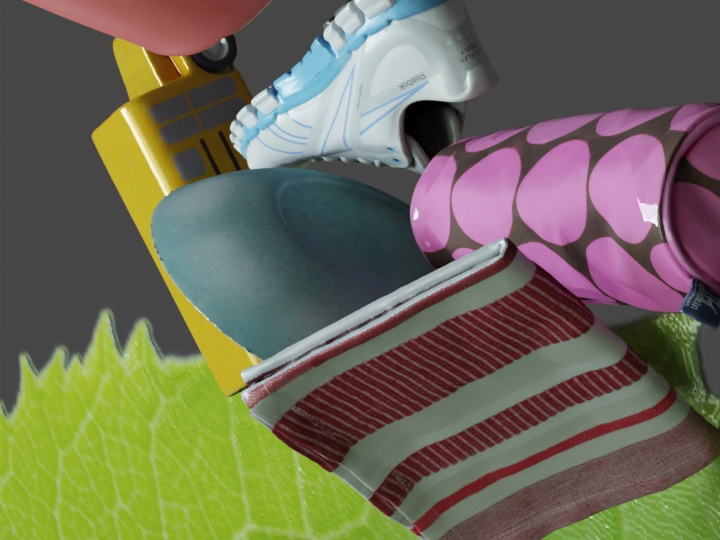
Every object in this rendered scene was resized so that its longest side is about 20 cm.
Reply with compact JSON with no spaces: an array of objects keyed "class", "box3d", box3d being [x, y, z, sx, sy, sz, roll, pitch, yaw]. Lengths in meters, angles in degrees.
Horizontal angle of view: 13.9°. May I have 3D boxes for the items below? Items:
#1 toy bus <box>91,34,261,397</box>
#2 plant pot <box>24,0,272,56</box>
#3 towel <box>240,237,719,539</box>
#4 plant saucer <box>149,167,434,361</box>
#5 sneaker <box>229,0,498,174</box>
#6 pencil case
[{"class":"toy bus","box3d":[-0.079,-0.041,1.573,0.201,0.078,0.065,63,150,3]},{"class":"plant pot","box3d":[-0.120,-0.204,1.379,0.177,0.201,0.200,32,168,-35]},{"class":"towel","box3d":[0.057,0.066,1.307,0.200,0.144,0.023,40,-151,-46]},{"class":"plant saucer","box3d":[0.000,0.000,1.392,0.201,0.201,0.039,43,119,32]},{"class":"sneaker","box3d":[0.003,-0.074,1.432,0.087,0.075,0.200,55,150,3]},{"class":"pencil case","box3d":[0.109,-0.020,1.297,0.094,0.091,0.200,43,160,-25]}]
